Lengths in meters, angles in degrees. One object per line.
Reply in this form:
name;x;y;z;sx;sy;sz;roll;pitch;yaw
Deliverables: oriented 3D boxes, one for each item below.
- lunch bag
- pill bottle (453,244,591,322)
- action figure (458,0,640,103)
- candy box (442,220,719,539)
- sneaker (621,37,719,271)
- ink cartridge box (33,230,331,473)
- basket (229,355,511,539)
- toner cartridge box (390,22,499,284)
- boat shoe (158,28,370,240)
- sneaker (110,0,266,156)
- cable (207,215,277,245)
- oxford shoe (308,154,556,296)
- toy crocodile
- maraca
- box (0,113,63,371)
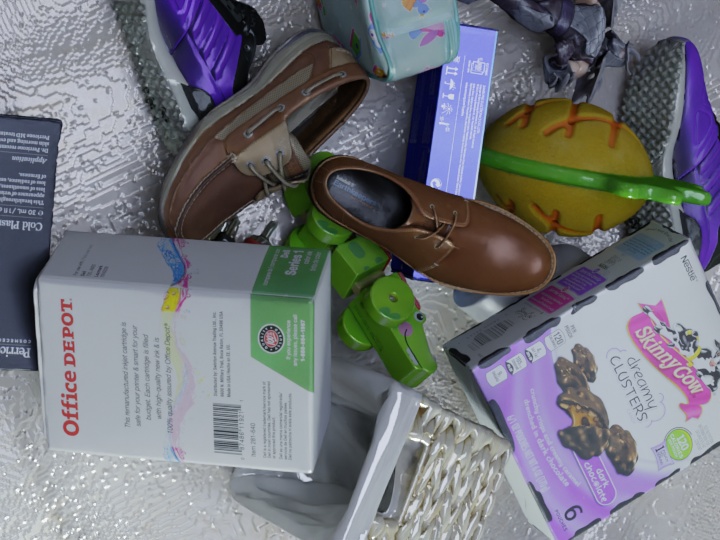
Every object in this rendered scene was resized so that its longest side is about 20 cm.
lunch bag;0.007;-0.250;1.667;0.077;0.160;0.201;-16;107;-15
pill bottle;0.175;0.048;1.787;0.200;0.111;0.112;36;82;-21
action figure;0.147;-0.210;1.762;0.199;0.069;0.131;27;51;-24
candy box;0.190;0.085;1.702;0.199;0.072;0.168;-31;109;-9
sneaker;0.277;-0.094;1.836;0.099;0.069;0.201;-5;100;-29
ink cartridge box;-0.124;0.057;1.582;0.199;0.084;0.145;4;118;7
basket;0.008;0.149;1.686;0.123;0.200;0.136;23;87;-29
toner cartridge box;0.065;-0.092;1.734;0.043;0.095;0.201;8;93;-9
boat shoe;-0.071;-0.093;1.647;0.200;0.072;0.076;-50;147;-8
sneaker;-0.126;-0.192;1.668;0.099;0.069;0.201;-23;109;-23
cable;-0.130;0.035;1.706;0.097;0.050;0.201;30;94;-18
oxford shoe;0.055;-0.029;1.653;0.199;0.071;0.072;20;90;-5
toy crocodile;0.000;0.000;1.712;0.062;0.068;0.200;-25;75;-33
maraca;0.178;-0.077;1.732;0.137;0.199;0.108;-7;109;-51
box;-0.327;-0.028;1.578;0.199;0.104;0.183;5;92;-22
